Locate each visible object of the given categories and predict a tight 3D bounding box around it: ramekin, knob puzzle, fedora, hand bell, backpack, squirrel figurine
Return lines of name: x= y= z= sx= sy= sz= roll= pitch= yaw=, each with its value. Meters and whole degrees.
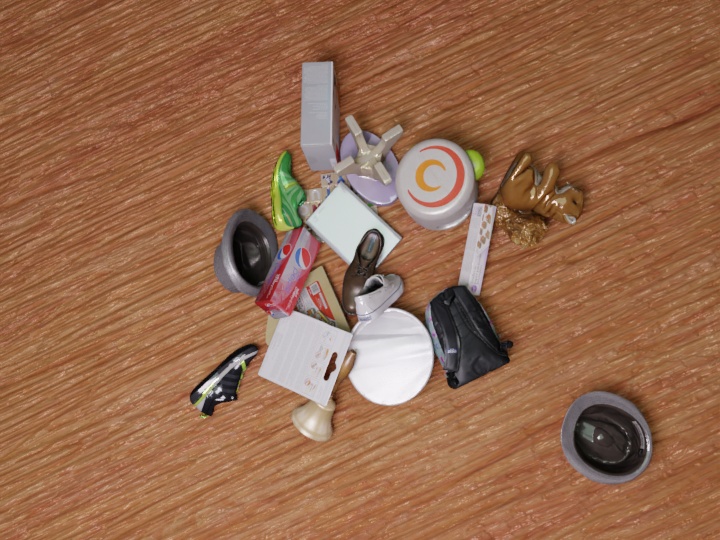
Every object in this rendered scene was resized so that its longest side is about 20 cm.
ramekin: x=0.068 y=0.189 z=1.383 sx=0.197 sy=0.094 sz=0.208 roll=-2 pitch=82 yaw=11
knob puzzle: x=-0.133 y=0.118 z=1.456 sx=0.214 sy=0.030 sz=0.226 roll=-6 pitch=73 yaw=19
fedora: x=-0.275 y=-0.030 z=1.451 sx=0.089 sy=0.176 sz=0.205 roll=-18 pitch=57 yaw=30
fedora: x=0.502 y=0.346 z=1.314 sx=0.195 sy=0.090 sz=0.181 roll=17 pitch=82 yaw=3
hand bell: x=-0.062 y=0.253 z=1.346 sx=0.103 sy=0.104 sz=0.203 roll=33 pitch=110 yaw=12
backpack: x=0.215 y=0.139 z=1.368 sx=0.164 sy=0.127 sz=0.204 roll=-22 pitch=77 yaw=-15
squirrel figurine: x=0.398 y=-0.145 z=1.420 sx=0.184 sy=0.142 sz=0.203 roll=31 pitch=97 yaw=1

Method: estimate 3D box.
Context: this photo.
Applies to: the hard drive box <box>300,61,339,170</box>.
hard drive box: x=-0.093 y=-0.360 z=1.487 sx=0.075 sy=0.156 sz=0.206 roll=0 pitch=79 yaw=5

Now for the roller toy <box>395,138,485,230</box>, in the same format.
roller toy: x=0.174 y=-0.192 z=1.433 sx=0.196 sy=0.140 sz=0.187 roll=18 pitch=86 yaw=19

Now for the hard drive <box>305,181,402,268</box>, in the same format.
hard drive: x=-0.016 y=-0.093 z=1.483 sx=0.200 sy=0.026 sz=0.132 roll=43 pitch=88 yaw=9

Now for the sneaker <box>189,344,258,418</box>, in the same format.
sneaker: x=-0.300 y=0.255 z=1.443 sx=0.199 sy=0.072 sz=0.083 roll=-41 pitch=101 yaw=-2

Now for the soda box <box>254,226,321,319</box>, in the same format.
soda box: x=-0.162 y=0.004 z=1.423 sx=0.062 sy=0.070 sz=0.203 roll=-10 pitch=49 yaw=42

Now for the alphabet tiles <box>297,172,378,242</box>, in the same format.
alphabet tiles: x=-0.057 y=-0.156 z=1.518 sx=0.194 sy=0.008 sz=0.172 roll=-7 pitch=78 yaw=4

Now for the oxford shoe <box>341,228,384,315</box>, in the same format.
oxford shoe: x=0.000 y=0.000 z=1.415 sx=0.071 sy=0.084 sz=0.205 roll=15 pitch=87 yaw=4

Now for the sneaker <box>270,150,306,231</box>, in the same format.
sneaker: x=-0.173 y=-0.187 z=1.509 sx=0.081 sy=0.074 sz=0.205 roll=3 pitch=70 yaw=-18

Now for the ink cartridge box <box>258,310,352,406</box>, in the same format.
ink cartridge box: x=-0.114 y=0.187 z=1.374 sx=0.196 sy=0.050 sz=0.166 roll=17 pitch=81 yaw=30

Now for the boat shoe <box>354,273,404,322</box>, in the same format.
boat shoe: x=0.042 y=0.041 z=1.374 sx=0.072 sy=0.200 sz=0.067 roll=-11 pitch=107 yaw=23

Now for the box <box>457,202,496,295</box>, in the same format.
box: x=0.261 y=-0.048 z=1.413 sx=0.038 sy=0.041 sz=0.206 roll=7 pitch=95 yaw=-29

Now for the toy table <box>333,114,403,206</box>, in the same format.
toy table: x=0.023 y=-0.259 z=1.468 sx=0.184 sy=0.117 sz=0.200 roll=-43 pitch=78 yaw=-6
